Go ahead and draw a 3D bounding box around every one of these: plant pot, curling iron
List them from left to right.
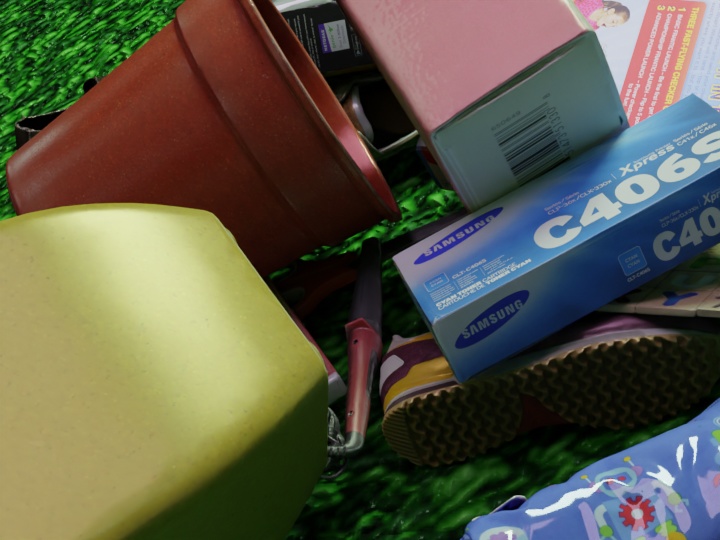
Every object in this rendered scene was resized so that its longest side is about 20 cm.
[{"bbox_3d":[-0.125,0.082,0.748,0.199,0.195,0.196,-29,63,-18],"label":"plant pot"},{"bbox_3d":[-0.107,-0.064,0.953,0.195,0.201,0.201,-33,33,6],"label":"plant pot"},{"bbox_3d":[-0.008,0.043,0.886,0.049,0.026,0.201,7,42,8],"label":"curling iron"}]

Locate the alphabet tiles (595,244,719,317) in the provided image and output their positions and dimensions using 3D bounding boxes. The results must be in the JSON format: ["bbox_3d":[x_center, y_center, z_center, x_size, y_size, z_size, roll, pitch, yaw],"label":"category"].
[{"bbox_3d":[0.209,-0.008,0.862,0.165,0.006,0.200,3,18,30],"label":"alphabet tiles"}]

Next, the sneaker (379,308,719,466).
[{"bbox_3d":[0.105,0.044,0.845,0.198,0.075,0.090,-12,40,10],"label":"sneaker"}]

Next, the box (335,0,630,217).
[{"bbox_3d":[0.061,-0.142,0.890,0.109,0.128,0.201,-32,55,4],"label":"box"}]

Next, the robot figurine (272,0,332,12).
[{"bbox_3d":[-0.069,-0.287,1.365,0.199,0.113,0.170,-14,48,7],"label":"robot figurine"}]

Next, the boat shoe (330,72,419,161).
[{"bbox_3d":[-0.007,-0.111,1.104,0.199,0.075,0.068,-23,-7,-5],"label":"boat shoe"}]

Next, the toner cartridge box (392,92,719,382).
[{"bbox_3d":[0.122,-0.021,0.819,0.199,0.043,0.095,-29,25,0],"label":"toner cartridge box"}]

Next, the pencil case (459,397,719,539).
[{"bbox_3d":[0.138,0.121,0.714,0.199,0.078,0.087,-25,56,-11],"label":"pencil case"}]

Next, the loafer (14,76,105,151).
[{"bbox_3d":[-0.201,-0.131,1.249,0.199,0.072,0.073,-28,34,-12],"label":"loafer"}]

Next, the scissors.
[{"bbox_3d":[0.000,0.000,0.989,0.199,0.014,0.073,-14,37,22],"label":"scissors"}]

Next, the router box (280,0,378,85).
[{"bbox_3d":[-0.027,-0.173,1.157,0.156,0.053,0.200,-9,5,13],"label":"router box"}]

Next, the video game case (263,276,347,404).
[{"bbox_3d":[-0.106,0.061,0.962,0.142,0.018,0.200,-32,36,-5],"label":"video game case"}]

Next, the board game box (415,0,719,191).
[{"bbox_3d":[0.160,-0.137,0.959,0.195,0.056,0.201,10,67,26],"label":"board game box"}]
